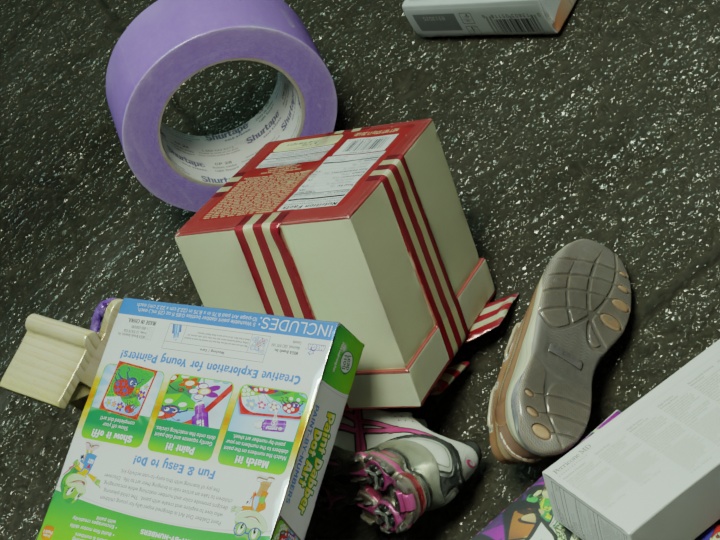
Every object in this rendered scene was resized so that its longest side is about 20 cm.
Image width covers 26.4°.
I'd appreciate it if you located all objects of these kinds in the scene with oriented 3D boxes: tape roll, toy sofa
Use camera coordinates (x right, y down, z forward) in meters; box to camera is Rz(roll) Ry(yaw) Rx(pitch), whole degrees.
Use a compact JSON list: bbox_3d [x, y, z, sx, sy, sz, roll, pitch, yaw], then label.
[{"bbox_3d":[-0.127,-0.156,1.405,0.200,0.200,0.085,-35,43,9],"label":"tape roll"},{"bbox_3d":[-0.181,0.097,1.239,0.083,0.200,0.098,12,71,43],"label":"toy sofa"}]

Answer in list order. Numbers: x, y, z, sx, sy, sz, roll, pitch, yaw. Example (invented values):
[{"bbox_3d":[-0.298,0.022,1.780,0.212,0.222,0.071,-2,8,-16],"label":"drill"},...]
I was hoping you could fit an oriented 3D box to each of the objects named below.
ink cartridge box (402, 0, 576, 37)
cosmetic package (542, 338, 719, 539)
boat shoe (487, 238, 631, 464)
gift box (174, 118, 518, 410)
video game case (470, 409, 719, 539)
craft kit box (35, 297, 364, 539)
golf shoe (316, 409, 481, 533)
[{"bbox_3d":[0.150,-0.302,1.437,0.162,0.050,0.200,6,52,41],"label":"ink cartridge box"},{"bbox_3d":[0.220,0.108,0.985,0.200,0.051,0.083,-33,39,-19],"label":"cosmetic package"},{"bbox_3d":[0.138,0.058,1.118,0.072,0.076,0.200,-45,11,51],"label":"boat shoe"},{"bbox_3d":[0.000,0.000,1.189,0.184,0.187,0.200,-2,29,35],"label":"gift box"},{"bbox_3d":[0.175,0.192,0.975,0.181,0.036,0.200,-37,39,-19],"label":"video game case"},{"bbox_3d":[-0.115,0.124,1.088,0.200,0.049,0.198,6,66,33],"label":"craft kit box"},{"bbox_3d":[0.006,0.141,1.168,0.092,0.073,0.200,-24,23,-33],"label":"golf shoe"}]
